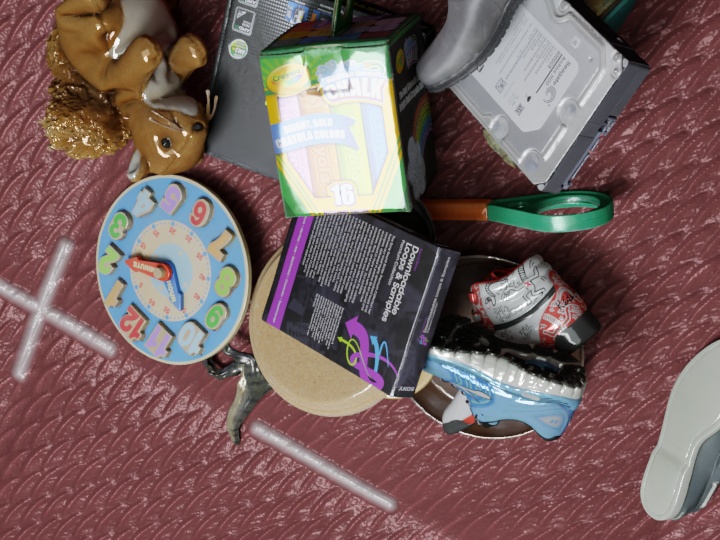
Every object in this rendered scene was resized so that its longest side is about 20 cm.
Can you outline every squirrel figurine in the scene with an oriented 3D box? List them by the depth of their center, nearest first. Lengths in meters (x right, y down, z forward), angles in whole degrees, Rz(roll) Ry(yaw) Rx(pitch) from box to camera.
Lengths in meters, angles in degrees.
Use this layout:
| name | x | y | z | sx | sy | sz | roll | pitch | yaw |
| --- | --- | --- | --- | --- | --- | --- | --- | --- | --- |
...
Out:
| name | x | y | z | sx | sy | sz | roll | pitch | yaw |
| --- | --- | --- | --- | --- | --- | --- | --- | --- | --- |
| squirrel figurine | -0.223 | -0.176 | 1.365 | 0.200 | 0.141 | 0.187 | -20 | 96 | 41 |

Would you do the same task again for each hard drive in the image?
| name | x | y | z | sx | sy | sz | roll | pitch | yaw |
| --- | --- | --- | --- | --- | --- | --- | --- | --- | --- |
| hard drive | 0.151 | -0.182 | 1.232 | 0.140 | 0.038 | 0.200 | -57 | 49 | 28 |

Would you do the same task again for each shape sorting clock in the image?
| name | x | y | z | sx | sy | sz | roll | pitch | yaw |
| --- | --- | --- | --- | --- | --- | --- | --- | --- | --- |
| shape sorting clock | -0.199 | 0.000 | 1.459 | 0.199 | 0.039 | 0.201 | 7 | 104 | 31 |

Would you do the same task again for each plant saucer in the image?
| name | x | y | z | sx | sy | sz | roll | pitch | yaw |
| --- | --- | --- | --- | --- | --- | --- | --- | --- | --- |
| plant saucer | 0.128 | 0.074 | 1.406 | 0.200 | 0.034 | 0.201 | 7 | 113 | 16 |

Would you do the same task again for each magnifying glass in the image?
| name | x | y | z | sx | sy | sz | roll | pitch | yaw |
| --- | --- | --- | --- | --- | --- | --- | --- | --- | --- |
| magnifying glass | 0.144 | -0.057 | 1.334 | 0.199 | 0.080 | 0.022 | 4 | 112 | 28 |

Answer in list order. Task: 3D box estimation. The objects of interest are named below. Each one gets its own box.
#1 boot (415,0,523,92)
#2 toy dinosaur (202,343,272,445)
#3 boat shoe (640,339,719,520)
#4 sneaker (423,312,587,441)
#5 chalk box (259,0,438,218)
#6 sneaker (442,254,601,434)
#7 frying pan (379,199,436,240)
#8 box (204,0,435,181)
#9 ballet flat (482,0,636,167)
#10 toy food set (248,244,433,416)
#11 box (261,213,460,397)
| name | x | y | z | sx | sy | sz | roll | pitch | yaw |
| --- | --- | --- | --- | --- | --- | --- | --- | --- | --- |
| boot | 0.079 | -0.254 | 1.185 | 0.131 | 0.070 | 0.200 | 29 | 121 | -23 |
| toy dinosaur | -0.122 | 0.105 | 1.496 | 0.088 | 0.047 | 0.200 | 34 | 120 | -5 |
| boat shoe | 0.339 | 0.156 | 1.366 | 0.062 | 0.073 | 0.201 | 7 | 113 | -32 |
| sneaker | 0.106 | 0.105 | 1.293 | 0.200 | 0.078 | 0.090 | 20 | 117 | 24 |
| chalk box | -0.011 | -0.162 | 1.258 | 0.124 | 0.125 | 0.201 | -3 | 110 | 17 |
| sneaker | 0.129 | 0.068 | 1.353 | 0.201 | 0.067 | 0.108 | -42 | 83 | 33 |
| frying pan | 0.013 | 0.007 | 1.344 | 0.115 | 0.031 | 0.190 | 34 | 111 | 30 |
| box | -0.047 | -0.175 | 1.358 | 0.199 | 0.048 | 0.194 | 21 | 114 | 9 |
| ballet flat | 0.174 | -0.187 | 1.274 | 0.071 | 0.071 | 0.200 | 32 | 117 | 4 |
| toy food set | -0.022 | 0.046 | 1.402 | 0.200 | 0.049 | 0.199 | -21 | 77 | 23 |
| box | -0.004 | 0.016 | 1.303 | 0.200 | 0.036 | 0.143 | 28 | 105 | 45 |
